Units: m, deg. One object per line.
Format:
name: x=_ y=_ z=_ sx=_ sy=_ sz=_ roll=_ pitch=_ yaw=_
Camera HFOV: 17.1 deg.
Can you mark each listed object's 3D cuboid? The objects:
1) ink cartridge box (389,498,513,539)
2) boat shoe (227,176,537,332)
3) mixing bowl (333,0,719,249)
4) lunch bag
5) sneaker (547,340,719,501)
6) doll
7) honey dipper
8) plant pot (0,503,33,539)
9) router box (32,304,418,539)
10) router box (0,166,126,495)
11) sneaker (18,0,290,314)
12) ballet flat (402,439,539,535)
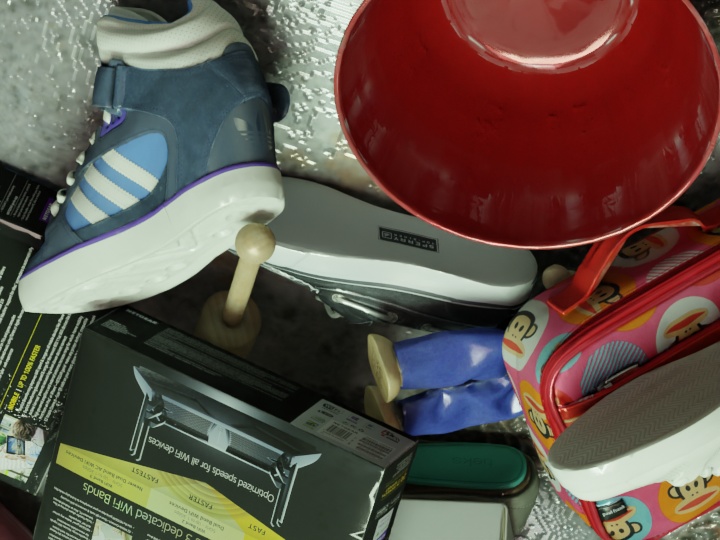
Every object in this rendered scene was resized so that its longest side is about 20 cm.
ink cartridge box: x=0.028 y=0.219 z=1.507 sx=0.146 sy=0.083 sz=0.200 roll=2 pitch=150 yaw=9
boat shoe: x=0.000 y=0.000 z=1.400 sx=0.200 sy=0.072 sz=0.068 roll=11 pitch=127 yaw=-8
mixing bowl: x=0.092 y=-0.120 z=1.261 sx=0.200 sy=0.108 sz=0.200 roll=4 pitch=129 yaw=5
lunch bag: x=0.183 y=0.042 z=1.343 sx=0.200 sy=0.082 sz=0.176 roll=-30 pitch=120 yaw=-10
sneaker: x=0.202 y=0.101 z=1.285 sx=0.200 sy=0.074 sz=0.116 roll=-26 pitch=116 yaw=-14
doll: x=0.104 y=0.048 z=1.382 sx=0.200 sy=0.048 sz=0.137 roll=-11 pitch=131 yaw=-15
honey dipper: x=-0.070 y=0.014 z=1.372 sx=0.038 sy=0.038 sz=0.200 roll=17 pitch=162 yaw=-3
plant pot: x=-0.282 y=0.214 z=1.544 sx=0.200 sy=0.200 sz=0.179 roll=-28 pitch=101 yaw=27
router box: x=-0.082 y=0.132 z=1.379 sx=0.200 sy=0.052 sz=0.157 roll=24 pitch=114 yaw=17
router box: x=-0.230 y=0.031 z=1.470 sx=0.149 sy=0.051 sz=0.200 roll=24 pitch=127 yaw=-7
sneaker: x=-0.129 y=-0.071 z=1.349 sx=0.200 sy=0.147 sz=0.081 roll=-27 pitch=160 yaw=37
ballet flat: x=0.011 y=0.133 z=1.498 sx=0.200 sy=0.067 sz=0.064 roll=8 pitch=133 yaw=3
